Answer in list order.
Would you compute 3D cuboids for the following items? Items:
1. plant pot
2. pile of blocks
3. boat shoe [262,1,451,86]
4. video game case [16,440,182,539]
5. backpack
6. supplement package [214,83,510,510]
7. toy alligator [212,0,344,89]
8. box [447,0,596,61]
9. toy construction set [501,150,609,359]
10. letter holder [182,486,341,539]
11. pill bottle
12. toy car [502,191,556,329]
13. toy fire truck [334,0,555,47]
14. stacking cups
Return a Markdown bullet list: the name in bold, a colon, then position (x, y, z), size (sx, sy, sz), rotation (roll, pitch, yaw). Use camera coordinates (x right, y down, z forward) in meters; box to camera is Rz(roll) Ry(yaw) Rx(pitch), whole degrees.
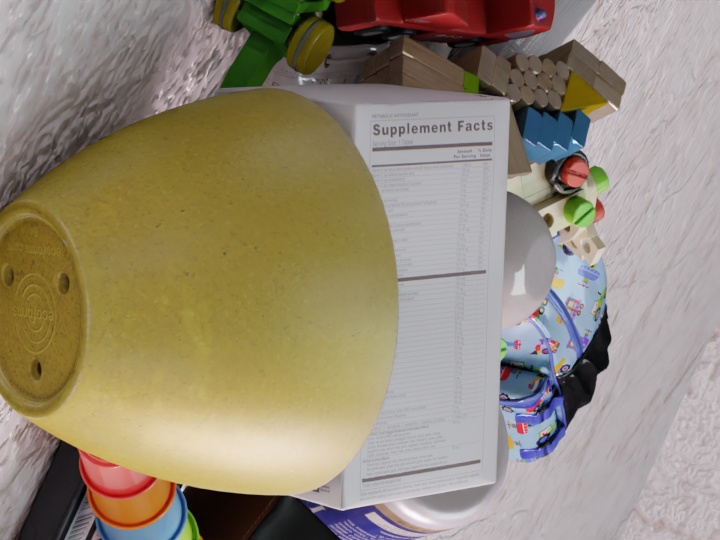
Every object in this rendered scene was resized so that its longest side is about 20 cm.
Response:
- **plant pot**: position (-0.099, 0.014, 1.242), size (0.142, 0.200, 0.200), rotation (-4, 126, -38)
- **pile of blocks**: position (0.069, -0.083, 1.468), size (0.200, 0.082, 0.062), rotation (-5, 165, -45)
- **boat shoe**: position (0.006, -0.141, 1.480), size (0.200, 0.071, 0.069), rotation (-43, 156, -50)
- **video game case**: position (-0.120, 0.073, 1.540), size (0.200, 0.025, 0.181), rotation (-65, 165, 10)
- **backpack**: position (0.082, 0.023, 1.822), size (0.135, 0.182, 0.200), rotation (-62, 164, -22)
- **supplement package**: position (-0.002, 0.008, 1.326), size (0.114, 0.109, 0.201), rotation (-4, 100, -42)
- **toy alligator**: position (-0.022, -0.171, 1.350), size (0.200, 0.059, 0.054), rotation (-66, 165, 17)
- **box**: position (0.072, -0.123, 1.651), size (0.158, 0.048, 0.200), rotation (-50, -177, -33)
- **toy construction set**: position (0.094, -0.012, 1.648), size (0.200, 0.092, 0.131), rotation (-35, 127, -36)
- **letter holder**: position (-0.104, 0.236, 1.618), size (0.200, 0.101, 0.142), rotation (-52, -157, -18)
- **pill bottle**: position (-0.001, 0.129, 1.726), size (0.200, 0.116, 0.116), rotation (-25, -159, 54)
- **toy car**: position (0.000, 0.000, 1.480), size (0.200, 0.175, 0.150), rotation (-61, 142, -31)
- **toy fire truck**: position (0.063, -0.157, 1.390), size (0.200, 0.141, 0.049), rotation (0, 84, -54)
- **stacking cups**: position (-0.129, 0.134, 1.467), size (0.061, 0.060, 0.200), rotation (-56, 161, -19)
